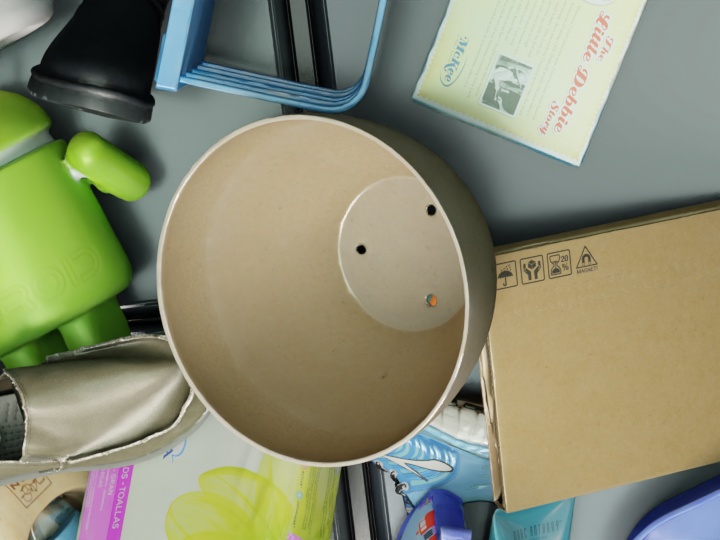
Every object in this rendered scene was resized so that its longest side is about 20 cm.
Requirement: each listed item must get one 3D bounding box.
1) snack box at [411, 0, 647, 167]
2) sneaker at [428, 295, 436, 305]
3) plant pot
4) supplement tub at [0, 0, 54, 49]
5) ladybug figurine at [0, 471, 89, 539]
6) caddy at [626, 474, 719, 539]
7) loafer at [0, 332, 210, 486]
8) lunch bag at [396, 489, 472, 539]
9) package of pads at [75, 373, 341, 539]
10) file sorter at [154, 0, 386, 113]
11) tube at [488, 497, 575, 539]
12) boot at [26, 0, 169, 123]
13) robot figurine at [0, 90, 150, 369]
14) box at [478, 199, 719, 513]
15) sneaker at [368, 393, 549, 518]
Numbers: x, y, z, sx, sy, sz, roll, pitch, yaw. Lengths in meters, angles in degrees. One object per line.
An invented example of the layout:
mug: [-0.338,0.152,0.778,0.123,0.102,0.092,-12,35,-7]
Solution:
snack box: [0.121,-0.178,1.718,0.116,0.037,0.201,22,97,1]
sneaker: [0.066,0.007,1.725,0.199,0.071,0.080,-10,90,-1]
plant pot: [0.000,0.000,1.602,0.199,0.134,0.201,6,104,26]
supplement tub: [-0.285,-0.220,1.692,0.132,0.132,0.201,-26,94,6]
ladybug figurine: [-0.182,0.189,1.743,0.136,0.072,0.200,-45,105,-31]
caddy: [0.249,0.196,1.715,0.199,0.105,0.142,-27,93,6]
loafer: [-0.180,0.088,1.646,0.199,0.070,0.076,-20,80,12]
lunch bag: [0.033,0.240,1.681,0.094,0.151,0.201,10,115,-5]
package of pads: [-0.093,0.163,1.662,0.154,0.068,0.201,-5,63,26]
file sorter: [-0.044,-0.171,1.649,0.122,0.200,0.139,11,97,0]
tube: [0.097,0.236,1.743,0.050,0.077,0.201,18,109,36]
boot: [-0.143,-0.182,1.655,0.076,0.200,0.169,13,100,-4]
robot figurine: [-0.219,-0.024,1.716,0.175,0.116,0.201,-28,94,18]
box: [0.166,0.051,1.700,0.199,0.021,0.164,-11,104,-22]
sneaker: [0.032,0.119,1.737,0.199,0.078,0.090,13,100,2]
